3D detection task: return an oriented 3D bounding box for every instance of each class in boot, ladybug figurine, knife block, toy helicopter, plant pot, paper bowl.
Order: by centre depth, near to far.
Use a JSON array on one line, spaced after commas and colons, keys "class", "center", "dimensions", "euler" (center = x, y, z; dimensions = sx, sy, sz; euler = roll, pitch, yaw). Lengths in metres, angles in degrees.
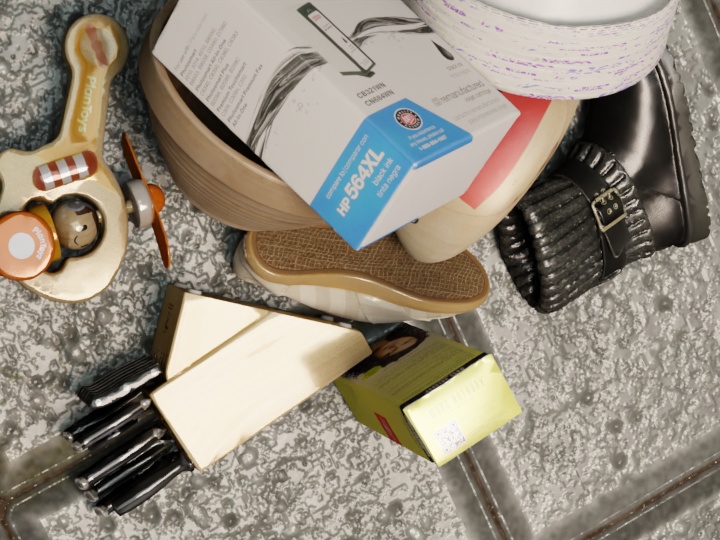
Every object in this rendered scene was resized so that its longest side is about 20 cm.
[{"class": "toy helicopter", "center": [-0.188, -0.077, 1.375], "dimensions": [0.131, 0.079, 0.202], "euler": [10, 88, -18]}, {"class": "plant pot", "center": [-0.073, -0.095, 1.377], "dimensions": [0.199, 0.202, 0.093], "euler": [23, 129, -17]}, {"class": "paper bowl", "center": [0.128, -0.219, 1.383], "dimensions": [0.199, 0.202, 0.105], "euler": [-4, 132, -16]}, {"class": "ladybug figurine", "center": [0.084, -0.101, 1.419], "dimensions": [0.072, 0.135, 0.201], "euler": [39, 79, -27]}, {"class": "knife block", "center": [-0.108, 0.106, 1.421], "dimensions": [0.198, 0.064, 0.177], "euler": [13, 92, -18]}, {"class": "boot", "center": [0.168, -0.087, 1.477], "dimensions": [0.157, 0.079, 0.213], "euler": [-20, 101, -14]}]

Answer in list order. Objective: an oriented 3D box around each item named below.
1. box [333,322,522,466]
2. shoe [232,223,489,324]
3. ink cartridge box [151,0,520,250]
[{"class": "box", "center": [0.041, 0.084, 1.392], "dimensions": [0.075, 0.200, 0.050], "euler": [-32, 103, -12]}, {"class": "shoe", "center": [0.000, 0.000, 1.455], "dimensions": [0.198, 0.053, 0.071], "euler": [10, 59, -21]}, {"class": "ink cartridge box", "center": [-0.016, -0.126, 1.306], "dimensions": [0.200, 0.146, 0.085], "euler": [44, 126, 12]}]
